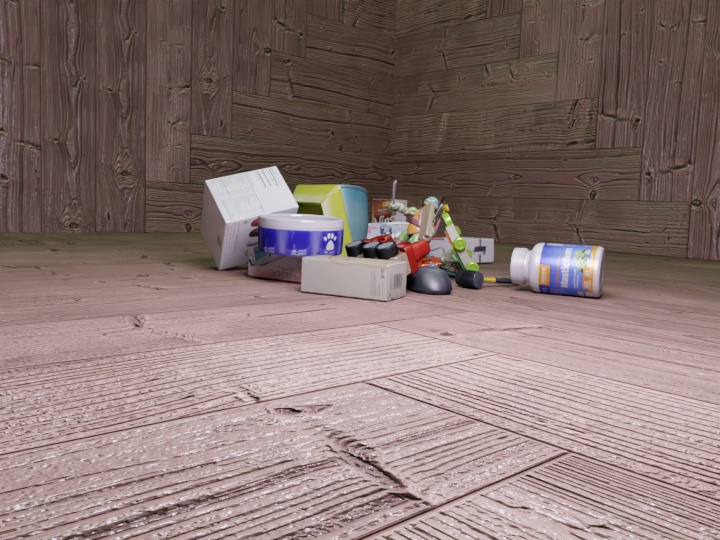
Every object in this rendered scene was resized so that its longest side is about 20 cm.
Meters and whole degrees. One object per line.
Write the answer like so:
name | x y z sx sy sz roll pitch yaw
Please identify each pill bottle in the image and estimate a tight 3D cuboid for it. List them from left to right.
pill bottle | 0.445 -0.004 1.536 0.196 0.115 0.112 4 6 26

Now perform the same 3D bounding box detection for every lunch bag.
lunch bag | 0.078 -0.079 2.035 0.166 0.130 0.200 -1 1 4

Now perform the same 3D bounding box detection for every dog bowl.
dog bowl | -0.136 -0.083 1.549 0.196 0.081 0.200 2 8 0

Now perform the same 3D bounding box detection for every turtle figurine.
turtle figurine | 0.114 -0.107 1.685 0.142 0.197 0.200 28 8 10

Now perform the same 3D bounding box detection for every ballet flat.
ballet flat | 0.226 -0.026 1.856 0.067 0.077 0.198 3 4 -41

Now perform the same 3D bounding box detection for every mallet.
mallet | 0.320 0.024 1.623 0.197 0.042 0.066 4 3 -30

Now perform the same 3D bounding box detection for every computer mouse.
computer mouse | 0.133 0.015 1.525 0.136 0.054 0.199 1 6 -26

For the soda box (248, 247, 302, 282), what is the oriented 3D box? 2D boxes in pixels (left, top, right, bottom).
soda box | -0.168 -0.013 1.588 0.197 0.070 0.063 7 8 29

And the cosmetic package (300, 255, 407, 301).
cosmetic package | -0.013 0.013 1.387 0.196 0.075 0.103 6 7 25

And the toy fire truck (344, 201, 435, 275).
toy fire truck | 0.084 -0.059 1.515 0.198 0.131 0.175 -28 19 -32

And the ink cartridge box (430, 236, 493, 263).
ink cartridge box | 0.342 -0.070 2.310 0.198 0.086 0.143 -2 6 -44

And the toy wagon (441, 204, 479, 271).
toy wagon | 0.248 -0.072 1.725 0.039 0.202 0.155 -27 11 9

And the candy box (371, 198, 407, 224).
candy box | 0.090 -0.129 2.198 0.056 0.205 0.116 -2 6 -40

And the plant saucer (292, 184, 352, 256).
plant saucer | -0.104 -0.111 1.708 0.047 0.203 0.198 -24 19 -33

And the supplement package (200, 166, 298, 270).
supplement package | -0.290 -0.134 1.749 0.197 0.148 0.193 -17 -30 -28

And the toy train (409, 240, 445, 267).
toy train | 0.150 -0.031 1.853 0.147 0.057 0.201 -9 28 0

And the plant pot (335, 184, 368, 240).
plant pot | -0.066 -0.110 1.866 0.196 0.192 0.200 -6 -12 -1
